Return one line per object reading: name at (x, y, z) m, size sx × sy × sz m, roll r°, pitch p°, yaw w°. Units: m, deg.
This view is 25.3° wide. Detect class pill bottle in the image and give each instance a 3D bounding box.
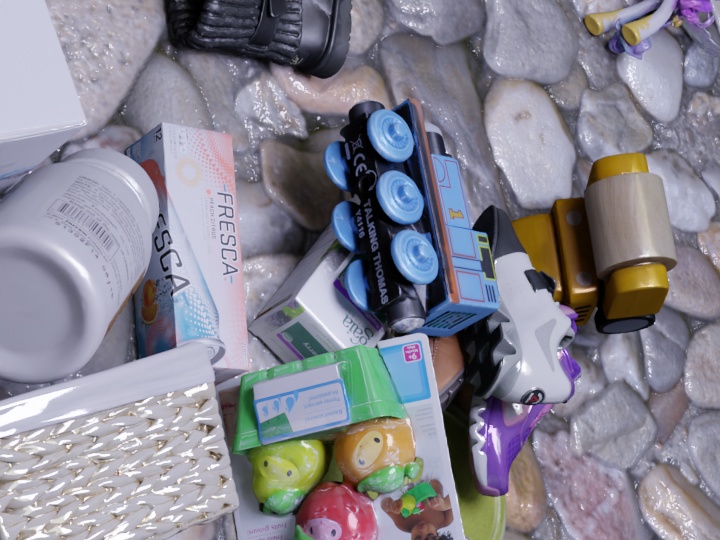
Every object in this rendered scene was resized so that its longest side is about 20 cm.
pill bottle at (-0.209, -0.012, 1.131) m, size 0.114 × 0.114 × 0.200 m, roll 48°, pitch 21°, yaw -13°

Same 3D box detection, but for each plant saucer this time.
plant saucer at (0.053, 0.189, 1.352) m, size 0.200 × 0.031 × 0.201 m, roll 14°, pitch 65°, yaw -33°

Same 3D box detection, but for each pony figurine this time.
pony figurine at (0.330, -0.304, 1.698) m, size 0.200 × 0.167 × 0.193 m, roll -32°, pitch 86°, yaw -26°

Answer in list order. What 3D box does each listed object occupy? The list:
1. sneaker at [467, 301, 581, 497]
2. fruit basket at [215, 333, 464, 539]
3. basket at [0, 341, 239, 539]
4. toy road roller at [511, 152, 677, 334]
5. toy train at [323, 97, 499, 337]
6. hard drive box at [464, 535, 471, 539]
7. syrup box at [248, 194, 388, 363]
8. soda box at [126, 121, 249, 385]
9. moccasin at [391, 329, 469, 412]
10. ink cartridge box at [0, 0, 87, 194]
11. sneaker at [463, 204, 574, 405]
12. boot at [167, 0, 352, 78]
sneaker at (0.141, 0.100, 1.365) m, size 0.088 × 0.081 × 0.201 m, roll 9°, pitch 58°, yaw 8°
fruit basket at (-0.020, 0.162, 1.216) m, size 0.094 × 0.185 × 0.201 m, roll 33°, pitch 46°, yaw -62°
basket at (-0.197, 0.141, 1.107) m, size 0.200 × 0.135 × 0.124 m, roll -16°, pitch 85°, yaw -39°
toy road roller at (0.194, -0.013, 1.445) m, size 0.145 × 0.200 × 0.123 m, roll -7°, pitch 73°, yaw -2°
toy train at (0.040, -0.042, 1.293) m, size 0.114 × 0.087 × 0.201 m, roll 9°, pitch 61°, yaw -40°
hard drive box at (0.089, 0.309, 1.220) m, size 0.200 × 0.077 × 0.156 m, roll 33°, pitch 66°, yaw 15°
syrup box at (0.000, 0.000, 1.350) m, size 0.079 × 0.081 × 0.200 m, roll 45°, pitch 51°, yaw -11°
soda box at (-0.137, -0.012, 1.260) m, size 0.068 × 0.064 × 0.201 m, roll 7°, pitch 68°, yaw -36°
moccasin at (0.053, 0.068, 1.347) m, size 0.078 × 0.074 × 0.202 m, roll 33°, pitch 36°, yaw -3°
ink cartridge box at (-0.308, -0.117, 1.076) m, size 0.146 × 0.200 × 0.147 m, roll -15°, pitch 83°, yaw -40°
sneaker at (0.131, 0.034, 1.335) m, size 0.088 × 0.074 × 0.200 m, roll 16°, pitch 46°, yaw -20°
boot at (-0.085, -0.276, 1.392) m, size 0.157 × 0.079 × 0.212 m, roll 12°, pitch 66°, yaw -34°
